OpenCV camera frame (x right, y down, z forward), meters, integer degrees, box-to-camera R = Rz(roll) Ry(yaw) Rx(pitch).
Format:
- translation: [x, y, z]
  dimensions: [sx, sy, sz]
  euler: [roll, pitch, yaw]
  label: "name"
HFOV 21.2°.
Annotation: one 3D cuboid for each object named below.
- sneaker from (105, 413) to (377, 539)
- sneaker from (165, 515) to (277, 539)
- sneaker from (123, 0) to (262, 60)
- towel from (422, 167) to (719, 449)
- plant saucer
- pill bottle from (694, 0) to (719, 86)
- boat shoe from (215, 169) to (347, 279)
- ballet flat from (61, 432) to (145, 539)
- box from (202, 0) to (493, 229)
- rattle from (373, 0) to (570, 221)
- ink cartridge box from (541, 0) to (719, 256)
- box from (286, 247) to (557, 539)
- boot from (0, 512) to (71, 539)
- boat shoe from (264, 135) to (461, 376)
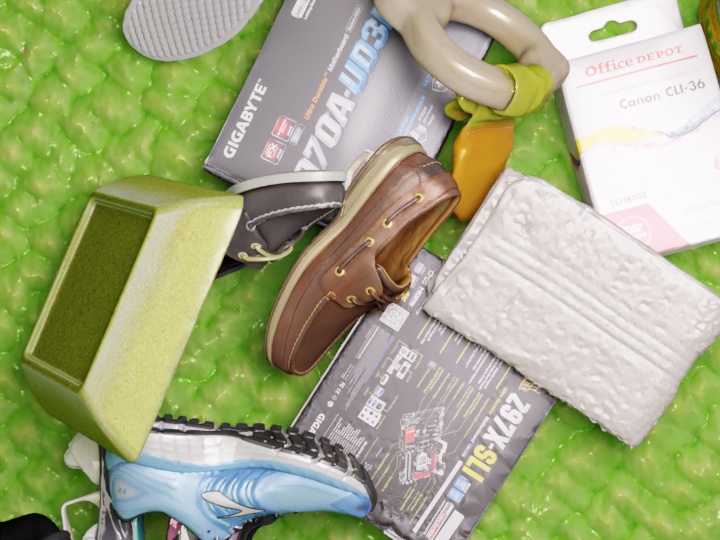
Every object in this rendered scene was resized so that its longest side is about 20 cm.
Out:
- translation: [-0.087, 0.160, 1.395]
  dimensions: [0.200, 0.078, 0.090]
  euler: [7, 98, 2]
  label: "sneaker"
- translation: [-0.113, 0.248, 1.429]
  dimensions: [0.086, 0.080, 0.200]
  euler: [14, 86, 1]
  label: "sneaker"
- translation: [-0.095, -0.244, 1.473]
  dimensions: [0.200, 0.114, 0.073]
  euler: [-33, 116, 25]
  label: "sneaker"
- translation: [0.156, 0.026, 1.410]
  dimensions: [0.200, 0.034, 0.133]
  euler: [34, 99, 3]
  label: "towel"
- translation: [-0.179, 0.021, 1.390]
  dimensions: [0.048, 0.200, 0.200]
  euler: [25, 85, -28]
  label: "plant saucer"
- translation: [0.311, -0.193, 1.397]
  dimensions: [0.111, 0.200, 0.111]
  euler: [0, 85, 1]
  label: "pill bottle"
- translation: [-0.079, -0.030, 1.409]
  dimensions: [0.072, 0.201, 0.061]
  euler: [3, 78, -40]
  label: "boat shoe"
- translation: [-0.190, 0.164, 1.443]
  dimensions: [0.073, 0.073, 0.200]
  euler: [2, 87, 1]
  label: "ballet flat"
- translation: [-0.006, -0.131, 1.474]
  dimensions: [0.159, 0.046, 0.200]
  euler: [26, 86, 2]
  label: "box"
- translation: [0.045, -0.160, 1.433]
  dimensions: [0.200, 0.143, 0.130]
  euler: [34, 52, 7]
  label: "rattle"
- translation: [0.215, -0.111, 1.457]
  dimensions: [0.116, 0.067, 0.200]
  euler: [-15, 85, 1]
  label: "ink cartridge box"
- translation: [0.051, 0.102, 1.453]
  dimensions: [0.160, 0.049, 0.200]
  euler: [32, 86, 1]
  label: "box"
- translation: [-0.328, 0.176, 1.424]
  dimensions: [0.211, 0.079, 0.158]
  euler: [-20, 85, 12]
  label: "boot"
- translation: [0.000, 0.000, 1.403]
  dimensions: [0.068, 0.072, 0.200]
  euler: [40, 104, 25]
  label: "boat shoe"
